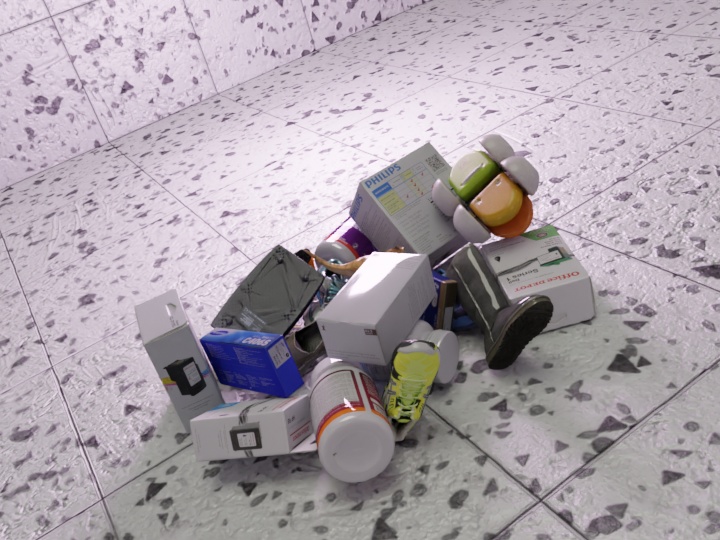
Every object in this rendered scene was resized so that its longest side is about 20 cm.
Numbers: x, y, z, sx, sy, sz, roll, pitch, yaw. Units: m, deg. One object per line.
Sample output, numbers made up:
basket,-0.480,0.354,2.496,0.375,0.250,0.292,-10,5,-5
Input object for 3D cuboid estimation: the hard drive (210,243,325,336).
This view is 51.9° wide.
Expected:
hard drive,-0.167,0.062,1.368,0.134,0.042,0.201,33,74,22

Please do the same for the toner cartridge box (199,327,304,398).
toner cartridge box,-0.185,0.151,1.239,0.199,0.096,0.043,1,28,47

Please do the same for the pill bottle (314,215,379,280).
pill bottle,-0.003,-0.060,1.570,0.111,0.113,0.200,8,39,37

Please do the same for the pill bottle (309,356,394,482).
pill bottle,-0.020,0.211,1.099,0.108,0.111,0.200,-19,22,-3

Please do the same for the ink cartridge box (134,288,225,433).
ink cartridge box,-0.314,0.156,1.294,0.082,0.202,0.146,-24,30,-12

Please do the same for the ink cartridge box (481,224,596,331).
ink cartridge box,0.311,0.015,1.309,0.144,0.085,0.201,-17,29,2

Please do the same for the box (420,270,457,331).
box,0.094,0.049,1.334,0.032,0.123,0.199,-6,20,-32

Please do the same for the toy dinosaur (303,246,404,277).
toy dinosaur,0.000,0.000,1.365,0.198,0.108,0.060,-9,-5,23

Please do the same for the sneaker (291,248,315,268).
sneaker,-0.174,0.015,1.498,0.091,0.076,0.200,1,29,38

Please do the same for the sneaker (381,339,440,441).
sneaker,0.075,0.176,1.081,0.074,0.201,0.077,5,47,-3

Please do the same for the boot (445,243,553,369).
boot,0.219,0.035,1.204,0.072,0.182,0.202,9,46,-26

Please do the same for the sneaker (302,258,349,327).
sneaker,-0.059,0.054,1.395,0.086,0.077,0.201,-48,34,29

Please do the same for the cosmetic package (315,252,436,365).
cosmetic package,0.030,0.056,1.179,0.112,0.082,0.200,4,36,33

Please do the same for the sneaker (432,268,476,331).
sneaker,0.148,0.048,1.344,0.074,0.083,0.199,-32,34,-28

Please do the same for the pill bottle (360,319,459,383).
pill bottle,0.057,0.131,1.229,0.198,0.110,0.109,4,36,33

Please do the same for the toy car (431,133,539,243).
toy car,0.247,-0.138,1.383,0.175,0.150,0.201,-45,44,12

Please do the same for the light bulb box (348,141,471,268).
light bulb box,0.116,-0.116,1.491,0.197,0.125,0.201,-32,75,-26

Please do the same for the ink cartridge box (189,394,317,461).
ink cartridge box,-0.148,0.242,1.153,0.197,0.068,0.116,-9,1,15

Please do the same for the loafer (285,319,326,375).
loafer,-0.113,0.136,1.298,0.199,0.070,0.075,-39,61,1

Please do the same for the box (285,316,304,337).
box,-0.184,0.115,1.445,0.197,0.050,0.162,-7,33,17
